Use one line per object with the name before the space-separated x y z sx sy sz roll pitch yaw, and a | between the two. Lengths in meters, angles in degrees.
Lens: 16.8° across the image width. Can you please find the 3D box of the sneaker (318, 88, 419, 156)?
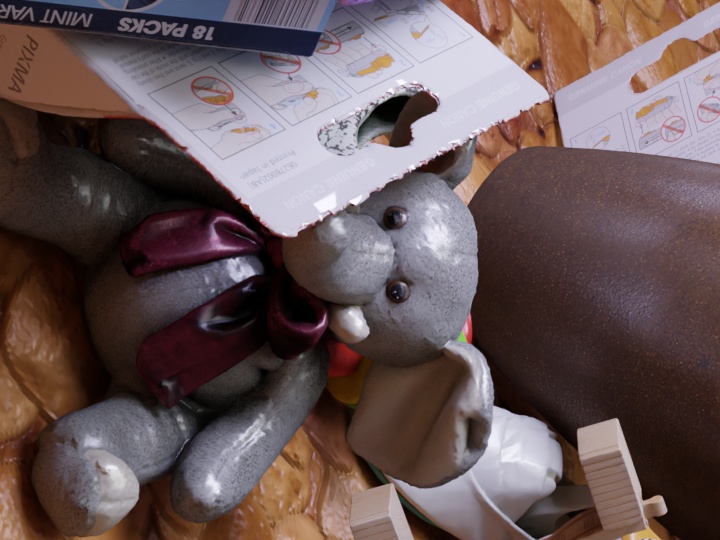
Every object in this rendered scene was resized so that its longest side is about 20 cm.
sneaker | -0.002 -0.085 1.065 0.088 0.077 0.200 27 44 4

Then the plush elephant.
plush elephant | -0.026 0.006 0.920 0.200 0.155 0.165 10 65 -56

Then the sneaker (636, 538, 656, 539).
sneaker | 0.066 0.175 0.862 0.067 0.108 0.202 52 34 -22

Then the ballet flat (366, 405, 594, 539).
ballet flat | 0.079 0.102 1.126 0.200 0.069 0.070 42 41 -39

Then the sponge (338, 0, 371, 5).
sponge | 0.002 -0.151 0.873 0.112 0.030 0.200 54 20 3

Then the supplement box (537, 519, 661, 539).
supplement box | 0.101 0.196 0.948 0.067 0.069 0.200 45 35 -38

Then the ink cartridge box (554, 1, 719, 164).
ink cartridge box | 0.189 -0.041 1.272 0.050 0.161 0.200 36 36 -42

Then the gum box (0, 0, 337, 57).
gum box | -0.111 -0.165 0.862 0.170 0.045 0.200 4 45 -25

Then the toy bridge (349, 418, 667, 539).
toy bridge | 0.015 0.112 0.890 0.027 0.200 0.067 -81 154 -67

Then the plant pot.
plant pot | 0.145 0.023 1.135 0.187 0.200 0.187 -37 142 -37

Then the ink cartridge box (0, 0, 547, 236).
ink cartridge box | -0.054 -0.088 0.894 0.200 0.050 0.161 44 44 16

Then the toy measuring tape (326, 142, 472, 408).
toy measuring tape | 0.000 0.000 1.077 0.074 0.074 0.200 35 24 -45
